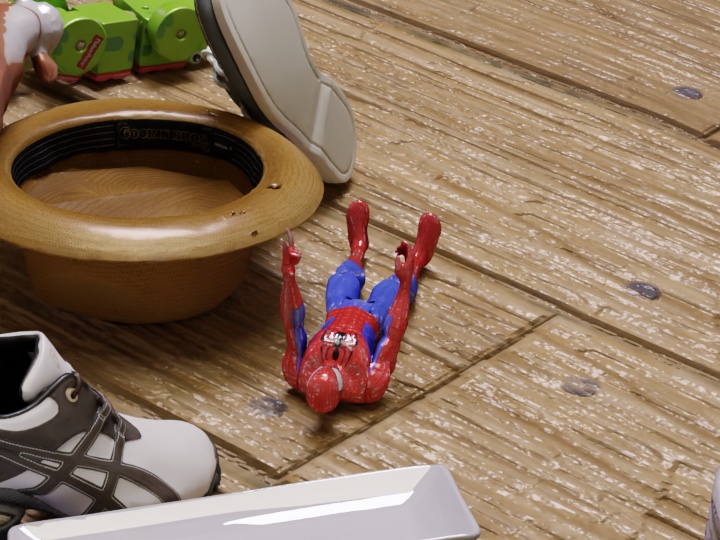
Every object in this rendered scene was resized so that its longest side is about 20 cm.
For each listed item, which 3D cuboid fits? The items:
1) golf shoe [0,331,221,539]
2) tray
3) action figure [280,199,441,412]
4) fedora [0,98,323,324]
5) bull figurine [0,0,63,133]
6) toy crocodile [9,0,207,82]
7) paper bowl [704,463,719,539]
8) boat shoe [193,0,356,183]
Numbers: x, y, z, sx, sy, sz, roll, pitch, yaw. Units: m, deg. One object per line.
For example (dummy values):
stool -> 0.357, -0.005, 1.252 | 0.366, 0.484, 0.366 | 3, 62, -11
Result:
golf shoe -> -0.136, 0.075, 1.264 | 0.078, 0.095, 0.200 | 28, 20, 39
tray -> -0.052, 0.121, 1.173 | 0.200, 0.022, 0.107 | -8, 12, -5
action figure -> 0.000, 0.000, 1.450 | 0.065, 0.099, 0.200 | 9, 31, 8
fedora -> -0.121, -0.025, 1.486 | 0.200, 0.082, 0.201 | 3, 29, -2
bull figurine -> -0.230, -0.097, 1.476 | 0.121, 0.065, 0.200 | -20, 21, 12
toy crocodile -> -0.161, -0.149, 1.741 | 0.200, 0.062, 0.067 | -10, 31, -34
paper bowl -> 0.250, 0.148, 1.204 | 0.200, 0.104, 0.201 | 3, 29, -2
boat shoe -> -0.061, -0.109, 1.568 | 0.062, 0.200, 0.073 | 0, 63, 22
